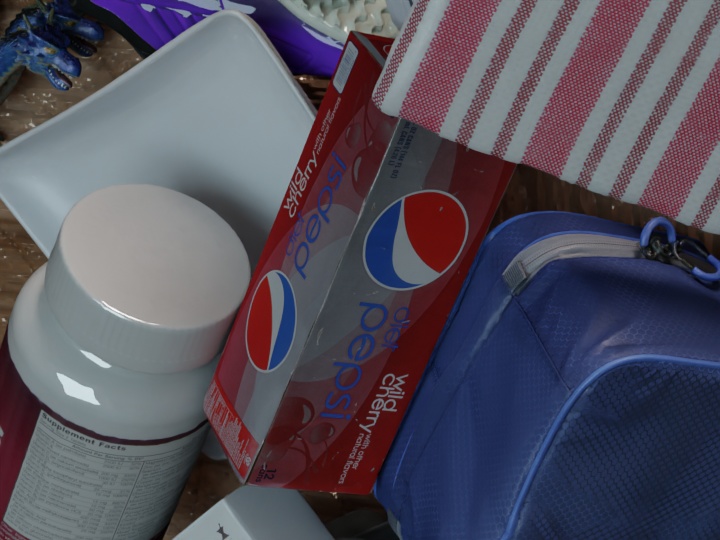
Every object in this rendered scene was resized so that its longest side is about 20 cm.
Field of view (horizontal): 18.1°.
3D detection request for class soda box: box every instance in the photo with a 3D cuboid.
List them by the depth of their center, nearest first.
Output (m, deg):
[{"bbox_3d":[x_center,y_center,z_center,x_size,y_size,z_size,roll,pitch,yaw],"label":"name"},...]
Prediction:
[{"bbox_3d":[0.000,0.000,0.990,0.063,0.070,0.201,53,127,48],"label":"soda box"}]

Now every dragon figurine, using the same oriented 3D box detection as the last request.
[{"bbox_3d":[-0.223,-0.121,1.158,0.199,0.059,0.100,25,114,17],"label":"dragon figurine"}]

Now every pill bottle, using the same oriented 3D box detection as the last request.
[{"bbox_3d":[-0.123,0.058,1.088,0.109,0.110,0.200,37,134,12],"label":"pill bottle"}]

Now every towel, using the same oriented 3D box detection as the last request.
[{"bbox_3d":[0.119,-0.092,0.881,0.199,0.030,0.147,18,124,-13],"label":"towel"}]

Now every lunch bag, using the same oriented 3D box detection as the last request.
[{"bbox_3d":[0.098,0.067,0.999,0.200,0.135,0.132,-65,33,23],"label":"lunch bag"}]

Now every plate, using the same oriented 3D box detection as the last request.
[{"bbox_3d":[-0.062,-0.015,1.095,0.200,0.032,0.200,-26,108,40],"label":"plate"}]

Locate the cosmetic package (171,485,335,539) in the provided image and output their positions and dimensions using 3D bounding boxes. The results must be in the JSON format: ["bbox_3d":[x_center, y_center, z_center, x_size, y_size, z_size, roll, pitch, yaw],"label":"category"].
[{"bbox_3d":[-0.064,0.205,1.091,0.151,0.052,0.200,54,129,7],"label":"cosmetic package"}]

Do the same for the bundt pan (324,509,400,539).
[{"bbox_3d":[0.019,0.206,1.112,0.201,0.076,0.203,15,118,30],"label":"bundt pan"}]

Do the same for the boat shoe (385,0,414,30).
[{"bbox_3d":[0.049,-0.127,0.948,0.067,0.200,0.074,27,91,21],"label":"boat shoe"}]

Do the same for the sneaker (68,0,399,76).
[{"bbox_3d":[-0.054,-0.123,1.076,0.199,0.070,0.100,23,140,4],"label":"sneaker"}]
